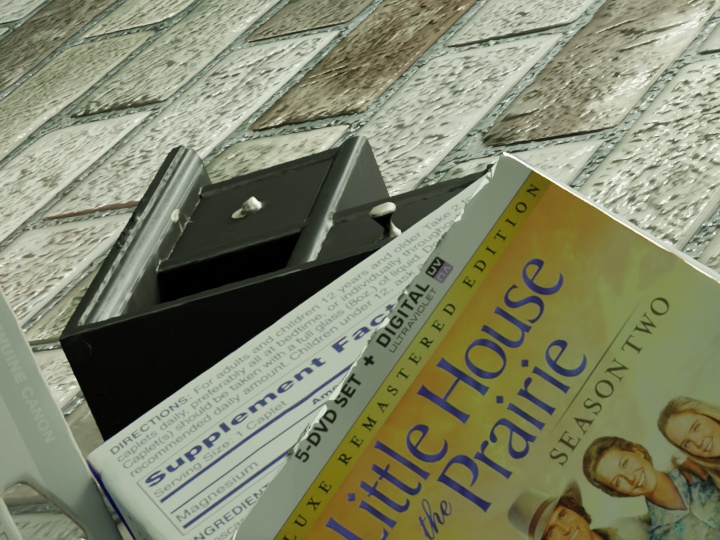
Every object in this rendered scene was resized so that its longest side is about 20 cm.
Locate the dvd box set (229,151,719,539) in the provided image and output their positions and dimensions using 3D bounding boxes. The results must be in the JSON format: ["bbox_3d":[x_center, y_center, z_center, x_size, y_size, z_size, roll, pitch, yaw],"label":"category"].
[{"bbox_3d":[0.081,0.077,0.708,0.147,0.199,0.029,-53,-15,-16],"label":"dvd box set"}]

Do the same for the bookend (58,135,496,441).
[{"bbox_3d":[0.000,0.000,1.137,0.199,0.093,0.199,-15,22,18],"label":"bookend"}]

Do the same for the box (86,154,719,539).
[{"bbox_3d":[0.039,0.078,0.836,0.183,0.105,0.200,-35,28,-10],"label":"box"}]

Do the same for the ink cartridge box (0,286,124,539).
[{"bbox_3d":[-0.150,0.123,0.838,0.043,0.201,0.173,-1,29,47],"label":"ink cartridge box"}]
